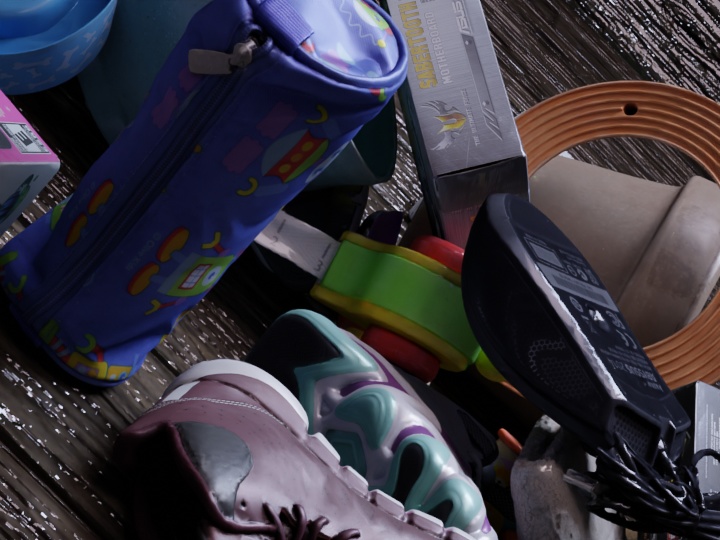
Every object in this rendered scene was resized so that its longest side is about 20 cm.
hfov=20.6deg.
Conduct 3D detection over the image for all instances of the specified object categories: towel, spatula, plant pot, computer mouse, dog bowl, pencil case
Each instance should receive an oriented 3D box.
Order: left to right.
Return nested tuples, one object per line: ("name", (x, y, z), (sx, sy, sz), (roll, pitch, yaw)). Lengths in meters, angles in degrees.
("dog bowl", (-0.190, -0.166, 0.961), (0.200, 0.111, 0.050), (53, -19, 24))
("pencil case", (-0.068, -0.040, 0.790), (0.078, 0.200, 0.087), (51, 28, 14))
("plant pot", (-0.073, -0.127, 1.034), (0.200, 0.134, 0.201), (-14, 90, -78))
("spatula", (0.007, -0.015, 1.103), (0.021, 0.057, 0.200), (17, 9, -2))
("plant pot", (0.114, 0.007, 1.194), (0.174, 0.200, 0.200), (29, 15, 7))
("computer mouse", (0.096, 0.050, 0.904), (0.138, 0.053, 0.200), (23, 31, -49))
("towel", (0.103, 0.135, 0.957), (0.200, 0.034, 0.133), (-26, 106, -76))

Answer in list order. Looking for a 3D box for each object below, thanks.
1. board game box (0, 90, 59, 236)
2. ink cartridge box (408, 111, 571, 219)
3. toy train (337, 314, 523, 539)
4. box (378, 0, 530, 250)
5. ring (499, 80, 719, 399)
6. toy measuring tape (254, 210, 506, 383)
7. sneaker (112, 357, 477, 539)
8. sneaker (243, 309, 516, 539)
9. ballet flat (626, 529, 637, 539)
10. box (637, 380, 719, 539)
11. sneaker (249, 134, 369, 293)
("board game box", (-0.217, -0.070, 0.731), (0.148, 0.064, 0.200), (48, 17, 10))
("ink cartridge box", (0.129, -0.031, 1.460), (0.146, 0.086, 0.200), (46, 14, 2))
("toy train", (0.049, 0.071, 1.063), (0.200, 0.056, 0.150), (50, 17, 18))
("box", (0.047, -0.091, 1.057), (0.158, 0.048, 0.200), (75, 2, -60))
("ring", (0.141, -0.013, 1.096), (0.201, 0.200, 0.019), (54, 1, 28))
("toy measuring tape", (0.000, 0.000, 0.966), (0.200, 0.074, 0.074), (31, 19, -15))
("sneaker", (-0.020, 0.121, 0.763), (0.200, 0.076, 0.115), (38, 20, 10))
("sneaker", (0.038, 0.106, 0.910), (0.140, 0.078, 0.200), (27, 25, -46))
("ballet flat", (0.189, 0.193, 1.080), (0.200, 0.072, 0.068), (52, 5, 23))
("box", (0.213, 0.174, 1.011), (0.159, 0.046, 0.200), (23, 57, -27))
("sneaker", (-0.029, -0.055, 1.140), (0.085, 0.074, 0.200), (81, 5, -46))
